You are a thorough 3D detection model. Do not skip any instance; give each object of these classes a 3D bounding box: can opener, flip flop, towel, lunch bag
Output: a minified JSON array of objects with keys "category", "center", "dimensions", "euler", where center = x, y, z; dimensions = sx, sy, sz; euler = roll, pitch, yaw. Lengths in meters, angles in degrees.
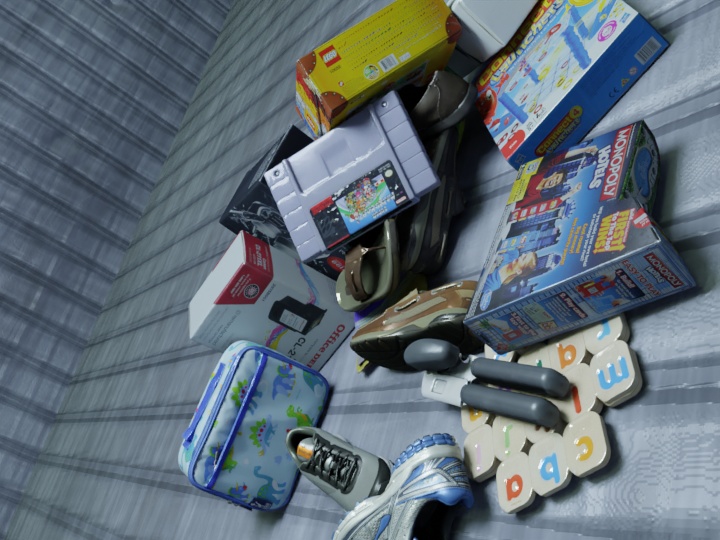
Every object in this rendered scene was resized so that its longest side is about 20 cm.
[{"category":"can opener","center":[0.107,0.103,0.704],"dimensions":[0.199,0.066,0.054],"euler":[-2,61,63]},{"category":"flip flop","center":[0.000,0.000,0.928],"dimensions":[0.200,0.056,0.083],"euler":[140,130,-60]},{"category":"towel","center":[0.035,0.027,0.990],"dimensions":[0.144,0.022,0.203],"euler":[-45,31,32]},{"category":"lunch bag","center":[-0.144,0.207,0.983],"dimensions":[0.082,0.159,0.204],"euler":[4,67,61]}]

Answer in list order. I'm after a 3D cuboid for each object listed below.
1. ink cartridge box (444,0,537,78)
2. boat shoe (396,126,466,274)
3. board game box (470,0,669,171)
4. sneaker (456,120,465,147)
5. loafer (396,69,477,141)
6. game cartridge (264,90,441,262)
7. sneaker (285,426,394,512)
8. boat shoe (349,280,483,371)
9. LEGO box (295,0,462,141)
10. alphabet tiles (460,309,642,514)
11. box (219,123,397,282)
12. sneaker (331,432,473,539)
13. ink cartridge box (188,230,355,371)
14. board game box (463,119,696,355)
[{"category":"ink cartridge box","center":[0.164,-0.348,0.973],"dimensions":[0.148,0.083,0.200],"euler":[-54,9,-6]},{"category":"boat shoe","center":[0.093,-0.089,0.942],"dimensions":[0.074,0.072,0.204],"euler":[-2,68,64]},{"category":"board game box","center":[0.226,-0.234,0.857],"dimensions":[0.201,0.055,0.198],"euler":[-49,29,24]},{"category":"sneaker","center":[0.073,-0.166,1.037],"dimensions":[0.201,0.083,0.075],"euler":[-49,28,23]},{"category":"loafer","center":[0.063,-0.204,0.941],"dimensions":[0.198,0.071,0.074],"euler":[-24,36,49]},{"category":"game cartridge","center":[-0.012,-0.110,0.898],"dimensions":[0.197,0.038,0.132],"euler":[-29,76,17]},{"category":"sneaker","center":[-0.028,0.229,0.845],"dimensions":[0.199,0.079,0.075],"euler":[5,66,60]},{"category":"boat shoe","center":[0.071,0.062,0.846],"dimensions":[0.198,0.075,0.075],"euler":[-18,42,45]},{"category":"LEGO box","center":[0.018,-0.254,0.938],"dimensions":[0.198,0.078,0.149],"euler":[-34,-5,-11]},{"category":"alphabet tiles","center":[0.166,0.112,0.676],"dimensions":[0.200,0.014,0.198],"euler":[-42,30,35]},{"category":"box","center":[-0.076,-0.080,1.066],"dimensions":[0.181,0.198,0.106],"euler":[-26,33,59]},{"category":"sneaker","center":[0.038,0.255,0.707],"dimensions":[0.202,0.076,0.086],"euler":[-58,36,20]},{"category":"ink cartridge box","center":[-0.122,0.060,1.044],"dimensions":[0.146,0.198,0.083],"euler":[-50,31,20]},{"category":"board game box","center":[0.210,-0.031,0.671],"dimensions":[0.198,0.061,0.203],"euler":[-14,44,53]}]
